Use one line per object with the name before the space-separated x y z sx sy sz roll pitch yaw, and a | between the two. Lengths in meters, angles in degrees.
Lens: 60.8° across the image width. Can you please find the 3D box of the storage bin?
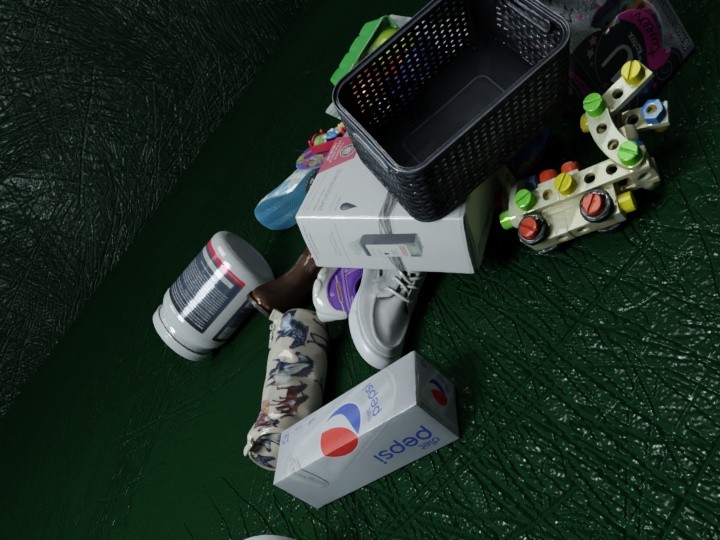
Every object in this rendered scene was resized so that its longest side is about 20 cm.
storage bin | 0.088 -0.165 0.584 0.199 0.094 0.136 -39 61 -2

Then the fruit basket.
fruit basket | 0.051 -0.284 0.903 0.199 0.093 0.188 36 93 42

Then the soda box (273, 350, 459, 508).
soda box | 0.002 0.165 0.615 0.198 0.068 0.064 -36 31 28

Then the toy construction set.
toy construction set | 0.200 -0.092 0.589 0.199 0.090 0.135 -31 56 49

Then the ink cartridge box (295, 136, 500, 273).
ink cartridge box | 0.046 -0.079 0.688 0.195 0.086 0.148 3 50 25

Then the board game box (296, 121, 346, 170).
board game box | -0.043 -0.259 1.158 0.197 0.040 0.158 -29 26 -4

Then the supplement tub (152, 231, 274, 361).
supplement tub | -0.261 0.046 1.096 0.200 0.140 0.141 -46 27 9

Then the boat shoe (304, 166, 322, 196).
boat shoe | -0.017 -0.115 0.841 0.060 0.198 0.077 28 107 30

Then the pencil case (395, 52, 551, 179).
pencil case | 0.123 -0.181 0.707 0.088 0.197 0.078 -59 12 5

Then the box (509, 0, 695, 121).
box | 0.224 -0.265 0.640 0.115 0.199 0.132 -48 26 5

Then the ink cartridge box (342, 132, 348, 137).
ink cartridge box | 0.054 -0.212 0.976 0.148 0.082 0.199 -57 26 -13

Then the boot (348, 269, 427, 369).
boot | 0.042 0.011 0.715 0.096 0.072 0.203 -52 21 37

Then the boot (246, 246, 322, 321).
boot | -0.069 -0.027 0.883 0.201 0.064 0.186 -52 -5 10

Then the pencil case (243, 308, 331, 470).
pencil case | -0.088 0.143 0.759 0.203 0.087 0.079 -84 12 -46

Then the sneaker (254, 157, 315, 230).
sneaker | -0.125 -0.151 1.207 0.197 0.077 0.082 -30 26 24

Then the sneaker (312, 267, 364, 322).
sneaker | 0.000 0.000 0.838 0.081 0.082 0.202 4 42 15

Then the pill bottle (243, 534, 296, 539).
pill bottle | -0.082 0.331 0.494 0.111 0.112 0.203 -36 30 26
